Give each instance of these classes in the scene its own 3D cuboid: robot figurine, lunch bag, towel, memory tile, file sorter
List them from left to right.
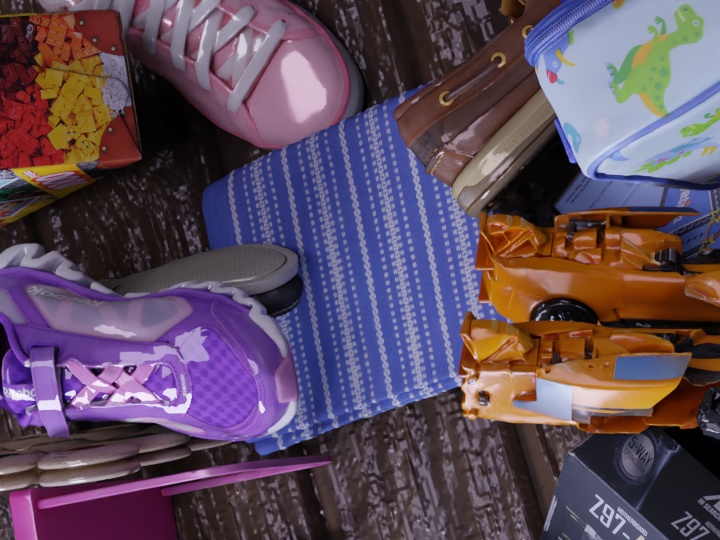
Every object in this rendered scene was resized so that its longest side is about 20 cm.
[{"bbox_3d":[-0.173,0.096,1.395,0.199,0.153,0.017,-8,91,27],"label":"memory tile"},{"bbox_3d":[-0.070,0.195,1.348,0.125,0.139,0.202,-12,84,24],"label":"file sorter"},{"bbox_3d":[0.000,0.000,1.348,0.199,0.024,0.146,-21,77,44],"label":"towel"},{"bbox_3d":[0.146,0.021,1.204,0.198,0.146,0.058,0,131,10],"label":"robot figurine"},{"bbox_3d":[0.166,-0.097,1.164,0.160,0.200,0.083,-32,74,24],"label":"lunch bag"}]

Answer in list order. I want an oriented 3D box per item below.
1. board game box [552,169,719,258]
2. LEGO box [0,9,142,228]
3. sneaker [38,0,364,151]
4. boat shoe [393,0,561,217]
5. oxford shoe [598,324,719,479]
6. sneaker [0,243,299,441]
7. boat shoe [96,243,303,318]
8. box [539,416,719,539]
[{"bbox_3d":[0.187,-0.072,1.277,0.103,0.019,0.200,46,109,22],"label":"board game box"},{"bbox_3d":[-0.218,-0.067,1.377,0.200,0.148,0.078,-19,79,61],"label":"LEGO box"},{"bbox_3d":[-0.095,-0.127,1.384,0.200,0.104,0.076,39,105,22],"label":"sneaker"},{"bbox_3d":[0.096,-0.117,1.260,0.068,0.072,0.200,42,81,7],"label":"boat shoe"},{"bbox_3d":[0.129,0.056,1.265,0.199,0.074,0.071,21,133,28],"label":"oxford shoe"},{"bbox_3d":[-0.123,0.046,1.314,0.199,0.088,0.081,11,114,31],"label":"sneaker"},{"bbox_3d":[-0.100,0.033,1.396,0.199,0.072,0.068,-17,102,38],"label":"boat shoe"},{"bbox_3d":[0.161,0.178,1.224,0.200,0.043,0.161,41,146,23],"label":"box"}]
